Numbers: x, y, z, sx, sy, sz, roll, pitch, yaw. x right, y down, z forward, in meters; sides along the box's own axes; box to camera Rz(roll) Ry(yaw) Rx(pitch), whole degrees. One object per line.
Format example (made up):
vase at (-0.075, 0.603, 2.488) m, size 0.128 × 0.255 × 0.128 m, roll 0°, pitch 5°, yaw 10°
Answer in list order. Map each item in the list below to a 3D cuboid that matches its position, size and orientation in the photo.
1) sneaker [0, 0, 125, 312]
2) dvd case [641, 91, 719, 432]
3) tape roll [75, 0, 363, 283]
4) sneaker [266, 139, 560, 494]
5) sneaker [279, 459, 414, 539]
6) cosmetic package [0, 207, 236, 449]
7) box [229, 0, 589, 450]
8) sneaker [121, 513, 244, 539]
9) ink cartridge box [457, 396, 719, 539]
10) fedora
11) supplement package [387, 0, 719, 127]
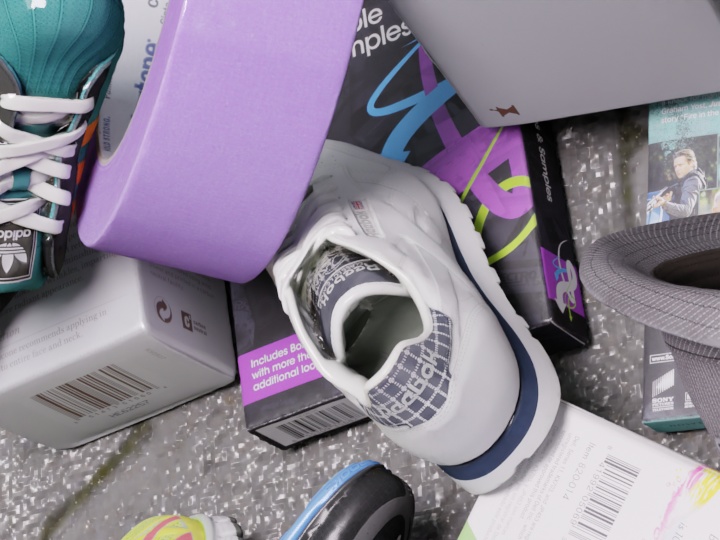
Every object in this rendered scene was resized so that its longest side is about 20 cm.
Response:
sneaker at (-0.133, -0.037, 1.114) m, size 0.200 × 0.071 × 0.080 m, roll 122°, pitch 142°, yaw -49°
dvd case at (0.174, -0.044, 1.076) m, size 0.145 × 0.022 × 0.201 m, roll -9°, pitch 69°, yaw 30°
tape roll at (-0.052, -0.100, 1.103) m, size 0.200 × 0.065 × 0.201 m, roll -167°, pitch 90°, yaw -76°
sneaker at (0.000, 0.000, 1.081) m, size 0.077 × 0.080 × 0.200 m, roll -56°, pitch 39°, yaw 11°
sneaker at (0.000, 0.172, 1.085) m, size 0.082 × 0.071 × 0.201 m, roll 3°, pitch 80°, yaw 30°
cosmetic package at (-0.121, -0.037, 1.234) m, size 0.101 × 0.074 × 0.201 m, roll -21°, pitch 61°, yaw 26°
box at (0.008, -0.043, 1.174) m, size 0.142 × 0.036 × 0.201 m, roll -21°, pitch 61°, yaw 25°
sneaker at (-0.089, 0.133, 1.092) m, size 0.200 × 0.090 × 0.079 m, roll -150°, pitch 69°, yaw -78°
ink cartridge box at (0.125, 0.135, 1.013) m, size 0.199 × 0.067 × 0.118 m, roll 25°, pitch 86°, yaw 37°
fedora at (0.168, 0.035, 0.955) m, size 0.200 × 0.176 × 0.091 m, roll 10°, pitch 107°, yaw 57°
supplement package at (0.082, -0.173, 1.100) m, size 0.117 × 0.117 × 0.201 m, roll -8°, pitch 60°, yaw 23°
